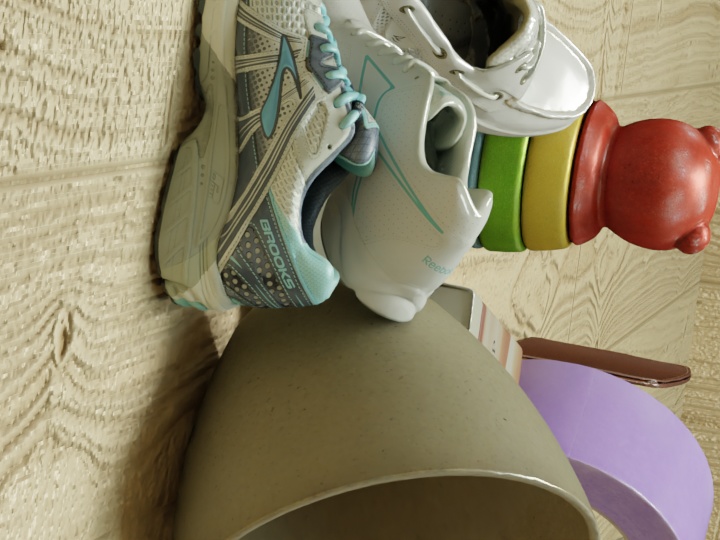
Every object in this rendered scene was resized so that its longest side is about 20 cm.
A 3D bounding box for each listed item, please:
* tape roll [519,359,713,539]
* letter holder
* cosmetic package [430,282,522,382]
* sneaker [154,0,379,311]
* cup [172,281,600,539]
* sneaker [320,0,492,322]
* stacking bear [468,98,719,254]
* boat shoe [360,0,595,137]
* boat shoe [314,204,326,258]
[{"bbox_3d":[0.124,0.159,1.771,0.085,0.199,0.200,-66,160,-46],"label":"tape roll"},{"bbox_3d":[0.173,0.114,2.077,0.200,0.142,0.101,-5,103,-77],"label":"letter holder"},{"bbox_3d":[0.033,0.068,1.570,0.200,0.087,0.104,39,61,-75],"label":"cosmetic package"},{"bbox_3d":[-0.028,-0.077,1.218,0.078,0.086,0.201,28,71,-76],"label":"sneaker"},{"bbox_3d":[-0.001,0.088,1.284,0.200,0.200,0.144,79,-2,-56],"label":"cup"},{"bbox_3d":[0.014,-0.074,1.271,0.070,0.080,0.201,19,40,-42],"label":"sneaker"},{"bbox_3d":[0.107,-0.058,1.555,0.114,0.199,0.122,59,42,-70],"label":"stacking bear"},{"bbox_3d":[0.066,-0.121,1.430,0.200,0.069,0.071,19,69,-43],"label":"boat shoe"},{"bbox_3d":[0.000,0.000,1.434,0.200,0.070,0.064,-38,130,-60],"label":"boat shoe"}]
